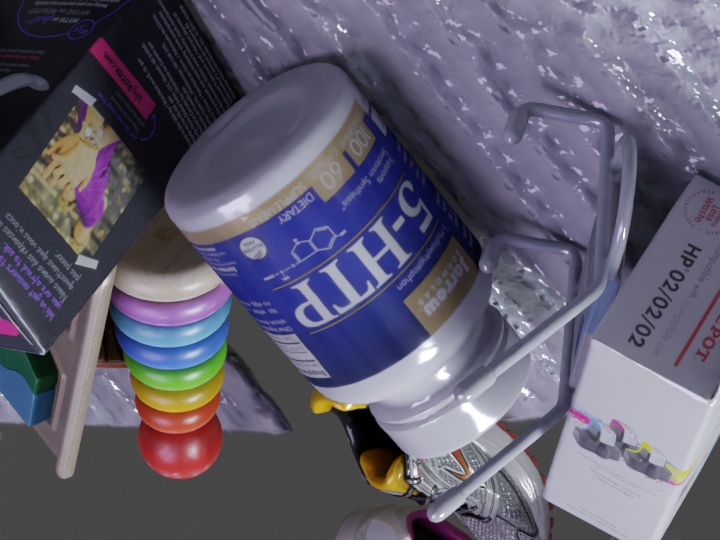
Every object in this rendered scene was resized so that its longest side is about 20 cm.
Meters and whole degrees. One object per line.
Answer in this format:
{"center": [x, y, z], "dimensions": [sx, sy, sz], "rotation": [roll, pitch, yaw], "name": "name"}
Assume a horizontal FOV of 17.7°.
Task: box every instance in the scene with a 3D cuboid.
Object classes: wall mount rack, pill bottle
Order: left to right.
{"center": [0.000, 0.000, 1.236], "dimensions": [0.120, 0.120, 0.200], "rotation": [-8, 129, 51], "name": "pill bottle"}
{"center": [0.084, 0.024, 1.129], "dimensions": [0.074, 0.174, 0.200], "rotation": [8, 146, 1], "name": "wall mount rack"}

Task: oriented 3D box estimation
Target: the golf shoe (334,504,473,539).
{"center": [0.072, 0.229, 1.530], "dimensions": [0.200, 0.075, 0.091], "rotation": [42, 146, -12], "name": "golf shoe"}

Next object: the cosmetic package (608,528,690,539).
{"center": [0.196, 0.282, 1.342], "dimensions": [0.200, 0.165, 0.165], "rotation": [24, 133, 26], "name": "cosmetic package"}

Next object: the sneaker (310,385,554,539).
{"center": [0.038, 0.114, 1.392], "dimensions": [0.200, 0.082, 0.078], "rotation": [48, 148, -21], "name": "sneaker"}

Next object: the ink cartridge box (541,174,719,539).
{"center": [0.156, 0.038, 1.131], "dimensions": [0.068, 0.115, 0.200], "rotation": [28, 148, 12], "name": "ink cartridge box"}

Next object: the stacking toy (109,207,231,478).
{"center": [-0.116, 0.053, 1.428], "dimensions": [0.085, 0.085, 0.200], "rotation": [23, 135, 22], "name": "stacking toy"}

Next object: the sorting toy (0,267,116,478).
{"center": [-0.217, 0.003, 1.422], "dimensions": [0.200, 0.036, 0.185], "rotation": [51, 141, 33], "name": "sorting toy"}

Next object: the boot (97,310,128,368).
{"center": [-0.192, 0.034, 1.547], "dimensions": [0.199, 0.075, 0.107], "rotation": [11, 158, 32], "name": "boot"}

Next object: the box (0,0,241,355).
{"center": [-0.177, -0.065, 1.247], "dimensions": [0.122, 0.200, 0.106], "rotation": [7, 139, 41], "name": "box"}
